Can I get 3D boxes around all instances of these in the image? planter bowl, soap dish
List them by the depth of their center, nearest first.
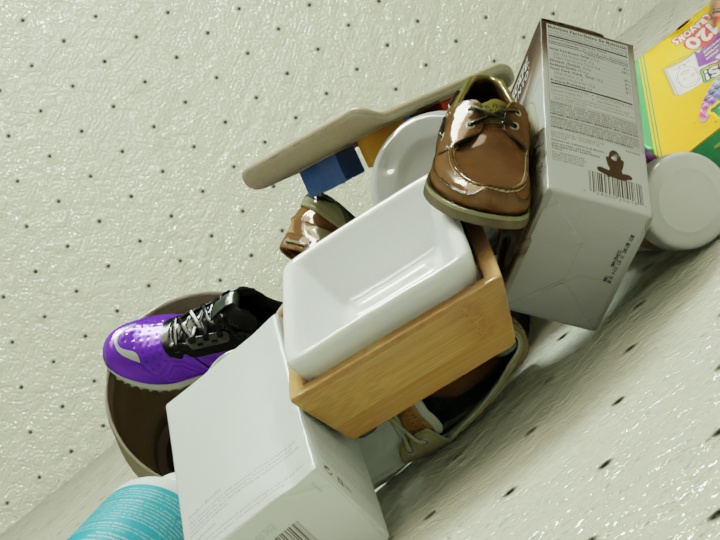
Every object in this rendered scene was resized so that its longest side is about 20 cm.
[{"bbox_3d":[0.025,0.022,1.071,0.156,0.082,0.200,-31,19,8],"label":"soap dish"},{"bbox_3d":[-0.135,0.140,1.442,0.200,0.200,0.135,-40,-21,-27],"label":"planter bowl"}]

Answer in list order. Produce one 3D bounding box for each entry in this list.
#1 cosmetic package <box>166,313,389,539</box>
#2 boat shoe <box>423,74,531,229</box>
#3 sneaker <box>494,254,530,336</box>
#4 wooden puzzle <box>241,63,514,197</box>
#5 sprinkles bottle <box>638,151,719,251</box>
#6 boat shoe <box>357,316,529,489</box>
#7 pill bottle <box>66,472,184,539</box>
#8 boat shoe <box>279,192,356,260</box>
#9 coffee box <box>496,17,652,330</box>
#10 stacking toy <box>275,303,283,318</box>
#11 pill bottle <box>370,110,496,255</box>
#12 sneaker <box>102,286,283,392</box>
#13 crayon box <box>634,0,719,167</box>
[{"bbox_3d":[-0.061,0.132,1.049,0.112,0.081,0.201,-38,27,11],"label":"cosmetic package"},{"bbox_3d":[0.082,-0.087,1.072,0.200,0.071,0.069,-100,20,-69],"label":"boat shoe"},{"bbox_3d":[0.104,0.037,1.248,0.076,0.088,0.199,-42,-22,25],"label":"sneaker"},{"bbox_3d":[0.020,-0.116,1.374,0.199,0.047,0.184,-21,-1,-42],"label":"wooden puzzle"},{"bbox_3d":[0.213,-0.048,1.178,0.068,0.069,0.200,-38,5,-7],"label":"sprinkles bottle"},{"bbox_3d":[0.035,0.098,1.116,0.200,0.075,0.068,-41,4,-4],"label":"boat shoe"},{"bbox_3d":[-0.174,0.231,1.196,0.110,0.111,0.200,-35,6,28],"label":"pill bottle"},{"bbox_3d":[0.000,0.000,1.391,0.074,0.076,0.199,-50,44,-7],"label":"boat shoe"},{"bbox_3d":[0.150,-0.073,1.128,0.201,0.079,0.115,-85,11,-48],"label":"coffee box"},{"bbox_3d":[-0.024,0.123,1.246,0.146,0.146,0.201,-34,25,39],"label":"stacking toy"},{"bbox_3d":[0.089,-0.051,1.315,0.113,0.114,0.200,-37,-23,8],"label":"pill bottle"},{"bbox_3d":[-0.126,0.051,1.359,0.197,0.070,0.100,-1,-35,-8],"label":"sneaker"},{"bbox_3d":[0.299,-0.153,1.248,0.199,0.058,0.119,-38,43,-1],"label":"crayon box"}]
